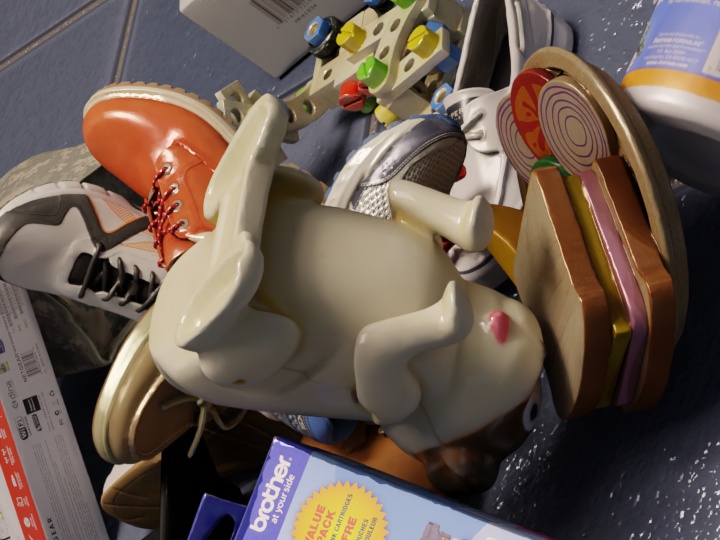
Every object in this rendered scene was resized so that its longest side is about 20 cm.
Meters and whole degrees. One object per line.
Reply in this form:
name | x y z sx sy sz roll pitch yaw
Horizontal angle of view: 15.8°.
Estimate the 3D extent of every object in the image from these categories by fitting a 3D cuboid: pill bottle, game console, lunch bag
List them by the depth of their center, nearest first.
pill bottle | 0.218 -0.145 1.370 0.112 0.112 0.201 4 64 55
game console | -0.131 0.196 1.542 0.176 0.116 0.201 -36 36 30
lunch bag | -0.200 -0.021 1.831 0.164 0.118 0.200 -16 34 49

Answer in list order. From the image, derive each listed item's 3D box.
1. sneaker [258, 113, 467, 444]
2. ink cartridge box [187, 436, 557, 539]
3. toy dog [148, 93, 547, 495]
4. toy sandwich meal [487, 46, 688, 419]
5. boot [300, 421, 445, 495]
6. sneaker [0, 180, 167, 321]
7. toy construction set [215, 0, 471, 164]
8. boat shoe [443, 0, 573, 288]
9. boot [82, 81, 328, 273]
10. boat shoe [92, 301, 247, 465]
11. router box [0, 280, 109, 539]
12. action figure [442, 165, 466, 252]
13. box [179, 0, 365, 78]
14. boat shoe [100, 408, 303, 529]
sneaker | 0.013 0.010 1.441 0.085 0.077 0.200 40 107 39
ink cartridge box | 0.002 0.172 1.322 0.199 0.076 0.137 19 85 30
toy dog | 0.002 0.039 1.329 0.194 0.199 0.140 -56 19 36
toy sandwich meal | 0.107 -0.016 1.362 0.070 0.206 0.205 -17 27 -16
boot | 0.031 0.109 1.444 0.155 0.074 0.200 -54 36 -8
sneaker | -0.149 -0.004 1.682 0.080 0.199 0.074 58 134 47
toy construction set | 0.000 -0.123 1.687 0.199 0.092 0.132 -16 49 33
boat shoe | 0.078 -0.085 1.555 0.072 0.066 0.201 -15 50 47
boot | -0.112 -0.047 1.652 0.107 0.200 0.075 -42 -24 -42
boat shoe | -0.075 0.037 1.488 0.063 0.073 0.200 29 69 29
router box | -0.265 0.111 1.754 0.049 0.201 0.179 -22 5 -41
action figure | 0.000 0.000 1.570 0.200 0.052 0.066 -45 54 52
box | -0.055 -0.260 1.872 0.124 0.097 0.201 -36 37 30
boat shoe | -0.092 0.089 1.629 0.200 0.071 0.070 -33 37 35
